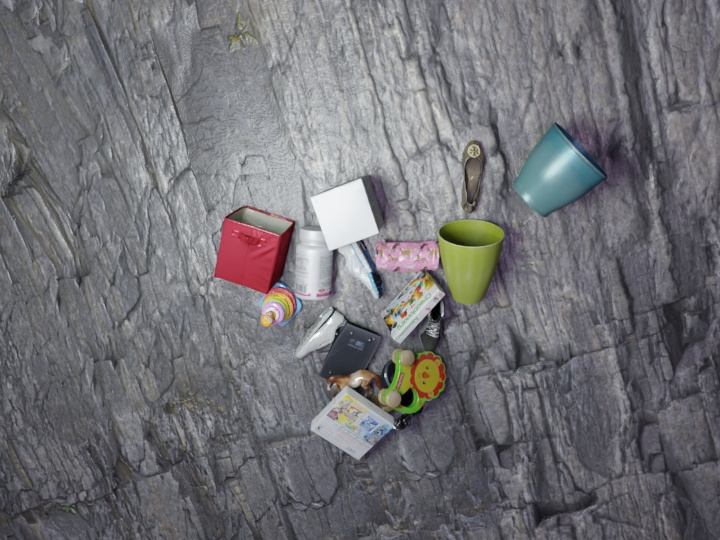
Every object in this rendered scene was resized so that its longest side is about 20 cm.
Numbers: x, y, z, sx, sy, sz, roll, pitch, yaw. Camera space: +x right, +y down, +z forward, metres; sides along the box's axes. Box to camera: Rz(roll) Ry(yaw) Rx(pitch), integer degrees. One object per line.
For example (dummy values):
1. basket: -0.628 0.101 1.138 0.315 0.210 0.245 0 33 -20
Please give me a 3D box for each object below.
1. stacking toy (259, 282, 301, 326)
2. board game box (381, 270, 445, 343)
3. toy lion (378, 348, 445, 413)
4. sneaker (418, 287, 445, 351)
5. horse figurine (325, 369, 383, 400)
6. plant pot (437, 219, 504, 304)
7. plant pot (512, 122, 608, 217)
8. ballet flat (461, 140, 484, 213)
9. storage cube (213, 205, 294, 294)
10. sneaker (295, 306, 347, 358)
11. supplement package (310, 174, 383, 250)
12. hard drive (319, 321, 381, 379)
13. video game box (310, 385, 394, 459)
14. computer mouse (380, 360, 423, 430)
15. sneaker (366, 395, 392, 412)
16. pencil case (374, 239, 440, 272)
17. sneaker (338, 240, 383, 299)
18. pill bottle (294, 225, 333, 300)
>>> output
1. stacking toy: -0.256 0.121 1.603 0.116 0.200 0.110 45 103 -4
2. board game box: 0.152 0.102 1.597 0.034 0.127 0.201 32 106 -31
3. toy lion: 0.169 0.337 1.634 0.189 0.068 0.204 28 74 -22
4. sneaker: 0.212 0.156 1.606 0.073 0.116 0.205 5 103 5
5. horse figurine: -0.015 0.355 1.672 0.195 0.050 0.135 -9 124 -14
6. plant pot: 0.310 -0.015 1.543 0.182 0.188 0.204 0 118 6
7. plant pot: 0.523 -0.255 1.456 0.199 0.201 0.188 41 119 -4
8. ballet flat: 0.317 -0.264 1.539 0.066 0.046 0.205 5 103 4
9. storage cube: -0.308 -0.063 1.573 0.167 0.200 0.183 17 110 1
10. sneaker: -0.126 0.208 1.678 0.080 0.077 0.200 39 105 -13
11. supplement package: -0.032 -0.167 1.516 0.149 0.200 0.154 -18 100 10
12. hard drive: -0.035 0.257 1.672 0.133 0.042 0.203 22 108 -19
13. video game box: -0.024 0.472 1.666 0.199 0.047 0.182 37 113 -18
14. computer mouse: 0.111 0.379 1.679 0.052 0.137 0.204 -18 96 45
15. sneaker: 0.018 0.461 1.726 0.195 0.067 0.092 -9 114 4
16. pencil case: 0.139 -0.043 1.589 0.195 0.084 0.087 1 145 5
17. sneaker: 0.000 0.000 1.625 0.085 0.075 0.203 -26 94 21
18. pill bottle: -0.137 -0.023 1.604 0.110 0.113 0.205 5 103 5
